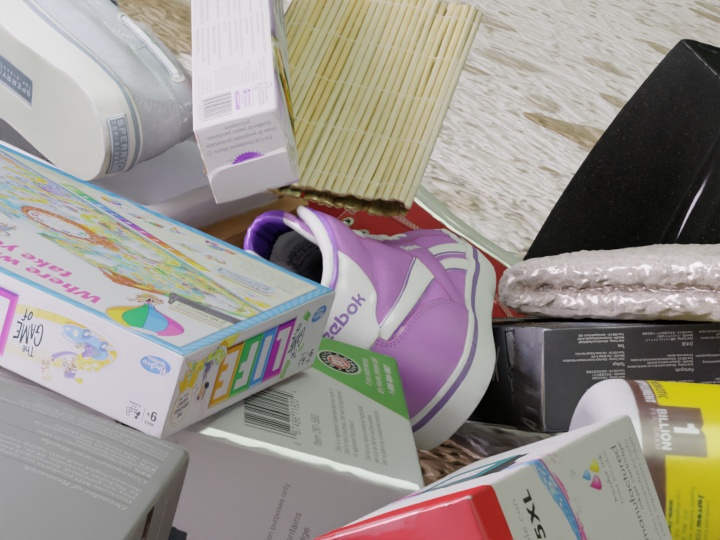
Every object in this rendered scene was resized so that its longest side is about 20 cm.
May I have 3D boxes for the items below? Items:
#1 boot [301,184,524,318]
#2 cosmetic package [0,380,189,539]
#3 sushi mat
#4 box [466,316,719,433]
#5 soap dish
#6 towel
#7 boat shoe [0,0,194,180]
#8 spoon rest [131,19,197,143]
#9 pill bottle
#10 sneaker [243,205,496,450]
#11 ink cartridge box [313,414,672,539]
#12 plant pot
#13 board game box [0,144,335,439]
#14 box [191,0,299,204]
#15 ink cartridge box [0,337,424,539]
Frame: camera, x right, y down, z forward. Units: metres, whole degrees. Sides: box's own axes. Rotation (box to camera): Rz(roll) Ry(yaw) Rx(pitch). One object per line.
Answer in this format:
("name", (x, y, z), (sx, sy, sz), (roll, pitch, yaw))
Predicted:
("boot", (-0.004, -0.003, 1.425), (0.200, 0.073, 0.144), (30, 21, 19))
("cosmetic package", (-0.124, 0.117, 0.849), (0.090, 0.107, 0.200), (19, 18, 1))
("sushi mat", (-0.004, -0.087, 1.303), (0.095, 0.012, 0.200), (13, 34, 6))
("box", (0.142, 0.045, 1.302), (0.200, 0.050, 0.158), (-1, 1, -22))
("soap dish", (-0.134, -0.032, 1.342), (0.157, 0.081, 0.200), (24, 18, 15))
("towel", (0.176, 0.004, 1.244), (0.200, 0.035, 0.132), (1, 2, 34))
("boat shoe", (-0.144, -0.108, 1.290), (0.071, 0.070, 0.201), (-16, 42, -33))
("spoon rest", (-0.086, -0.088, 1.361), (0.199, 0.061, 0.099), (6, 15, 0))
("pill bottle", (0.190, 0.105, 1.168), (0.199, 0.110, 0.109), (4, 19, -8))
("sneaker", (0.000, 0.000, 1.247), (0.114, 0.073, 0.200), (38, 9, -11))
("ink cartridge box", (0.051, 0.129, 0.966), (0.067, 0.116, 0.200), (-19, -1, 26))
("plant pot", (0.222, -0.015, 1.527), (0.200, 0.178, 0.200), (14, 17, -14))
("board game box", (-0.126, -0.004, 1.053), (0.200, 0.034, 0.134), (24, 18, 18))
("box", (-0.054, -0.095, 1.259), (0.041, 0.039, 0.200), (-14, 29, 3))
("ink cartridge box", (-0.085, 0.067, 1.080), (0.200, 0.085, 0.146), (16, 17, -8))
